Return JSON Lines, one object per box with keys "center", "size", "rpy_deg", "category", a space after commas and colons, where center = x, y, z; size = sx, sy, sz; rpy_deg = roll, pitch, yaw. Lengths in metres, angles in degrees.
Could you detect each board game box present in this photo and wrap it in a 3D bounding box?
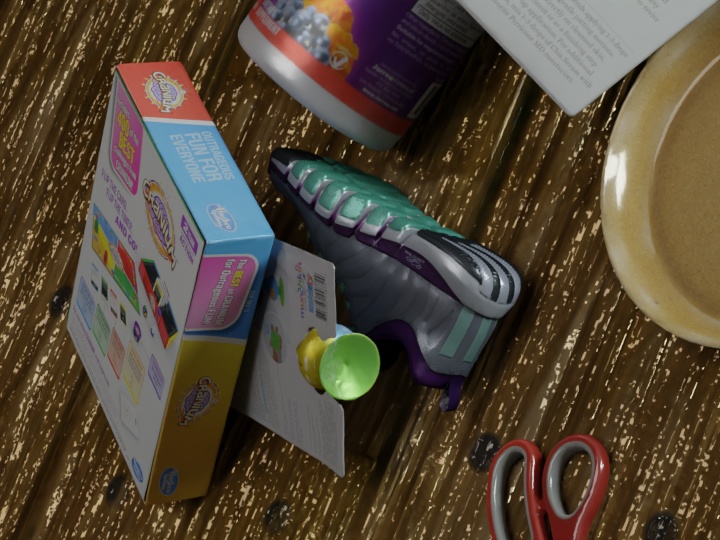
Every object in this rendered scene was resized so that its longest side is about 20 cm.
{"center": [-0.112, 0.008, 1.359], "size": [0.153, 0.040, 0.201], "rpy_deg": [61, 146, 40], "category": "board game box"}

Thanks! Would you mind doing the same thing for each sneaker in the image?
{"center": [0.000, 0.000, 1.315], "size": [0.200, 0.074, 0.088], "rpy_deg": [35, 106, 48], "category": "sneaker"}

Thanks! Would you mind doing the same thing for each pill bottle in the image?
{"center": [0.032, -0.176, 1.336], "size": [0.200, 0.111, 0.111], "rpy_deg": [-52, 46, 10], "category": "pill bottle"}

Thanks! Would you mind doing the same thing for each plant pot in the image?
{"center": [0.207, -0.053, 1.183], "size": [0.199, 0.027, 0.201], "rpy_deg": [-19, 60, 36], "category": "plant pot"}

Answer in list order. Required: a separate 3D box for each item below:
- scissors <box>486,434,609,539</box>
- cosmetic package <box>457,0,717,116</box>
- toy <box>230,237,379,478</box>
{"center": [0.099, 0.172, 1.188], "size": [0.073, 0.014, 0.201], "rpy_deg": [-21, 59, 31], "category": "scissors"}
{"center": [0.149, -0.185, 1.230], "size": [0.200, 0.101, 0.071], "rpy_deg": [-38, 21, 21], "category": "cosmetic package"}
{"center": [-0.041, 0.029, 1.324], "size": [0.200, 0.047, 0.116], "rpy_deg": [-152, 55, -63], "category": "toy"}
